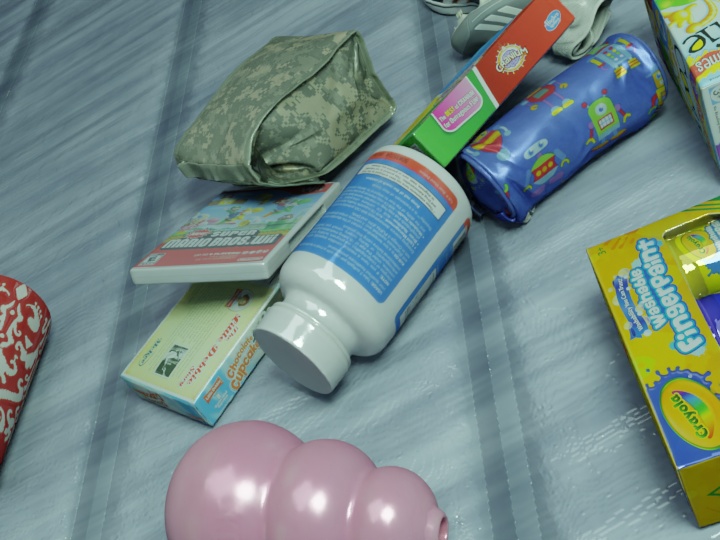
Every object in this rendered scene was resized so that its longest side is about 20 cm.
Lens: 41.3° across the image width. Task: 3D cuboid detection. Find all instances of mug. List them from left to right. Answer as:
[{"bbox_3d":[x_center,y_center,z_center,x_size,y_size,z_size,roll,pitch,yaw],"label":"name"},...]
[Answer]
[{"bbox_3d":[-0.414,0.114,0.967,0.175,0.134,0.202,-14,40,19],"label":"mug"}]

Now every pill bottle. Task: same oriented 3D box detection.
[{"bbox_3d":[0.000,0.000,0.812,0.111,0.113,0.201,16,58,43],"label":"pill bottle"}]

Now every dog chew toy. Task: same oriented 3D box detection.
[{"bbox_3d":[-0.036,0.171,0.663,0.197,0.125,0.126,1,49,24],"label":"dog chew toy"}]

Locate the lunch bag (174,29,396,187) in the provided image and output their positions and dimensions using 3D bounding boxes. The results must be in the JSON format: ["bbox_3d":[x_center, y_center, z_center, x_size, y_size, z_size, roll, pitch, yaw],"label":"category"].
[{"bbox_3d":[-0.088,-0.155,1.016,0.200,0.118,0.163,-45,32,-23],"label":"lunch bag"}]

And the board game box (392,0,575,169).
[{"bbox_3d":[0.099,-0.159,0.903,0.200,0.040,0.153,-49,6,-18],"label":"board game box"}]

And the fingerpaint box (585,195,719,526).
[{"bbox_3d":[0.259,0.040,0.626,0.165,0.074,0.202,-22,40,13],"label":"fingerpaint box"}]

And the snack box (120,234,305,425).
[{"bbox_3d":[-0.128,0.044,0.912,0.115,0.037,0.201,11,56,42],"label":"snack box"}]

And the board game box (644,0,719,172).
[{"bbox_3d":[0.313,-0.187,0.796,0.102,0.105,0.202,-21,40,15],"label":"board game box"}]

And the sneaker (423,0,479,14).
[{"bbox_3d":[0.131,-0.342,1.099,0.078,0.080,0.199,-45,39,-13],"label":"sneaker"}]

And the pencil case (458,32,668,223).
[{"bbox_3d":[0.178,-0.121,0.842,0.199,0.087,0.078,-38,15,-7],"label":"pencil case"}]

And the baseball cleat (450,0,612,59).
[{"bbox_3d":[0.175,-0.251,0.983,0.069,0.108,0.199,-18,-7,-41],"label":"baseball cleat"}]

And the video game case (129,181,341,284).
[{"bbox_3d":[-0.115,-0.039,0.931,0.141,0.018,0.200,-3,24,21],"label":"video game case"}]
